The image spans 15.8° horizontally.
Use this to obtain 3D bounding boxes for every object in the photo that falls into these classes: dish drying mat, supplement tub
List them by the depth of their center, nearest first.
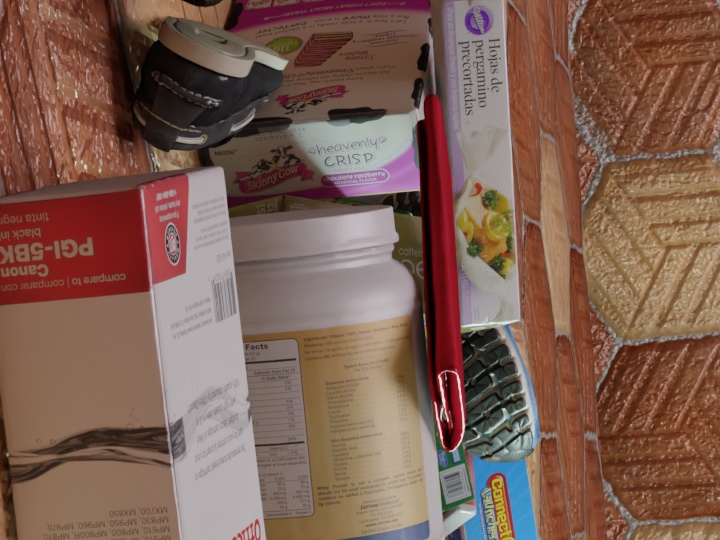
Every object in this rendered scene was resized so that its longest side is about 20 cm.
[{"bbox_3d":[-0.033,0.070,1.415,0.145,0.144,0.201,-21,106,-78],"label":"supplement tub"},{"bbox_3d":[0.044,-0.001,1.443,0.077,0.018,0.200,78,7,-49],"label":"dish drying mat"}]

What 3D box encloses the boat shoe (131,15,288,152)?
[{"bbox_3d":[-0.088,-0.104,1.456,0.200,0.072,0.068,-48,159,-80],"label":"boat shoe"}]

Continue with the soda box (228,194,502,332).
[{"bbox_3d":[0.000,0.000,1.587,0.200,0.068,0.064,9,75,-47],"label":"soda box"}]

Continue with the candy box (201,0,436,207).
[{"bbox_3d":[-0.016,-0.121,1.607,0.200,0.136,0.061,-77,159,-54],"label":"candy box"}]

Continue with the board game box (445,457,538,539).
[{"bbox_3d":[0.073,0.171,1.934,0.196,0.056,0.201,-129,-154,-60],"label":"board game box"}]

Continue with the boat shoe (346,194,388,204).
[{"bbox_3d":[0.010,-0.041,1.826,0.070,0.071,0.202,-24,112,-49],"label":"boat shoe"}]

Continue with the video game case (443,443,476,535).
[{"bbox_3d":[0.037,0.105,1.845,0.143,0.017,0.201,-44,-138,51],"label":"video game case"}]

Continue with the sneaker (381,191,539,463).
[{"bbox_3d":[0.083,0.033,1.770,0.090,0.078,0.201,-9,77,-54],"label":"sneaker"}]

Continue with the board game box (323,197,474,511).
[{"bbox_3d":[0.016,0.053,1.754,0.135,0.029,0.201,17,-58,66],"label":"board game box"}]

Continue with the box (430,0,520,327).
[{"bbox_3d":[0.069,-0.067,1.551,0.041,0.039,0.201,-131,-144,-74],"label":"box"}]

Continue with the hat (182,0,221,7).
[{"bbox_3d":[-0.101,-0.192,1.320,0.081,0.200,0.201,-45,151,-12],"label":"hat"}]

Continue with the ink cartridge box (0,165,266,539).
[{"bbox_3d":[-0.107,0.058,1.202,0.147,0.083,0.201,-26,110,-78],"label":"ink cartridge box"}]
